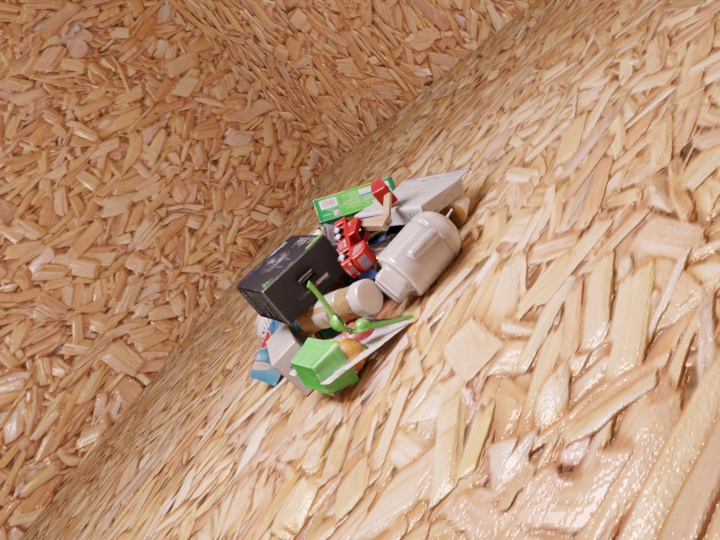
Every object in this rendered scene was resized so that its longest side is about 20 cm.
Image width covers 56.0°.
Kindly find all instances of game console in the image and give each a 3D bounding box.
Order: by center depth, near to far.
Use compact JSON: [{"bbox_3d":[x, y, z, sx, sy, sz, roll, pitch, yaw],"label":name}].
[{"bbox_3d":[0.000,0.000,1.512,0.200,0.118,0.171,-32,59,44],"label":"game console"}]

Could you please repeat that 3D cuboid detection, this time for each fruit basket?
[{"bbox_3d":[-0.020,0.151,1.269,0.200,0.094,0.185,-29,13,-27],"label":"fruit basket"}]

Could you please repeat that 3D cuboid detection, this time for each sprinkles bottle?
[{"bbox_3d":[-0.044,0.072,1.325,0.200,0.068,0.068,-22,27,47],"label":"sprinkles bottle"}]

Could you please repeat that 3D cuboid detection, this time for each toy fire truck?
[{"bbox_3d":[0.016,-0.087,1.360,0.141,0.049,0.200,-32,37,16],"label":"toy fire truck"}]

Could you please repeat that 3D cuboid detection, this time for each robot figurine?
[{"bbox_3d":[0.113,-0.032,1.299,0.200,0.113,0.170,-49,-5,-10],"label":"robot figurine"}]

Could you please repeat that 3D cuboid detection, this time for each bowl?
[{"bbox_3d":[-0.212,0.120,1.731,0.201,0.094,0.201,-63,6,13],"label":"bowl"}]

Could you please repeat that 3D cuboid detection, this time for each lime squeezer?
[{"bbox_3d":[-0.009,0.082,1.217,0.038,0.200,0.071,160,127,-80],"label":"lime squeezer"}]

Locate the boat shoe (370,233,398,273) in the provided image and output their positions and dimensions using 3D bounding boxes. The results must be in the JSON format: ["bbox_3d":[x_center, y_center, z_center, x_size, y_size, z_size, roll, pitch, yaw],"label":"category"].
[{"bbox_3d":[0.077,-0.049,1.416,0.201,0.066,0.072,-28,-41,-48],"label":"boat shoe"}]

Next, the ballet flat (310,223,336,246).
[{"bbox_3d":[-0.118,-0.022,1.552,0.200,0.072,0.072,-60,10,14],"label":"ballet flat"}]

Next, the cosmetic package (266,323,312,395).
[{"bbox_3d":[-0.139,0.183,1.450,0.071,0.101,0.200,-47,13,-2],"label":"cosmetic package"}]

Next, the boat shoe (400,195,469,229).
[{"bbox_3d":[0.162,-0.112,1.491,0.200,0.071,0.069,-17,27,45],"label":"boat shoe"}]

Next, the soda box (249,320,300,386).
[{"bbox_3d":[-0.191,0.164,1.586,0.064,0.068,0.200,-97,29,-73],"label":"soda box"}]

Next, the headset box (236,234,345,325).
[{"bbox_3d":[-0.140,0.015,1.396,0.174,0.093,0.200,-44,19,-17],"label":"headset box"}]

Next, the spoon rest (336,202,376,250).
[{"bbox_3d":[0.002,-0.091,1.539,0.200,0.061,0.099,-44,9,-27],"label":"spoon rest"}]

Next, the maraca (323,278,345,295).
[{"bbox_3d":[-0.089,0.030,1.635,0.137,0.107,0.200,-111,26,-86],"label":"maraca"}]

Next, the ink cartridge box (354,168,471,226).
[{"bbox_3d":[0.119,-0.154,1.471,0.199,0.041,0.200,-3,27,47],"label":"ink cartridge box"}]

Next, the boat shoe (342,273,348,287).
[{"bbox_3d":[-0.018,0.004,1.675,0.200,0.069,0.072,-30,20,47],"label":"boat shoe"}]

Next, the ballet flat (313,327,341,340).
[{"bbox_3d":[-0.096,0.105,1.469,0.068,0.067,0.200,-24,47,-11],"label":"ballet flat"}]

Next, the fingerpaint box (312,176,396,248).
[{"bbox_3d":[-0.002,-0.129,1.670,0.200,0.073,0.167,-17,-28,-4],"label":"fingerpaint box"}]
